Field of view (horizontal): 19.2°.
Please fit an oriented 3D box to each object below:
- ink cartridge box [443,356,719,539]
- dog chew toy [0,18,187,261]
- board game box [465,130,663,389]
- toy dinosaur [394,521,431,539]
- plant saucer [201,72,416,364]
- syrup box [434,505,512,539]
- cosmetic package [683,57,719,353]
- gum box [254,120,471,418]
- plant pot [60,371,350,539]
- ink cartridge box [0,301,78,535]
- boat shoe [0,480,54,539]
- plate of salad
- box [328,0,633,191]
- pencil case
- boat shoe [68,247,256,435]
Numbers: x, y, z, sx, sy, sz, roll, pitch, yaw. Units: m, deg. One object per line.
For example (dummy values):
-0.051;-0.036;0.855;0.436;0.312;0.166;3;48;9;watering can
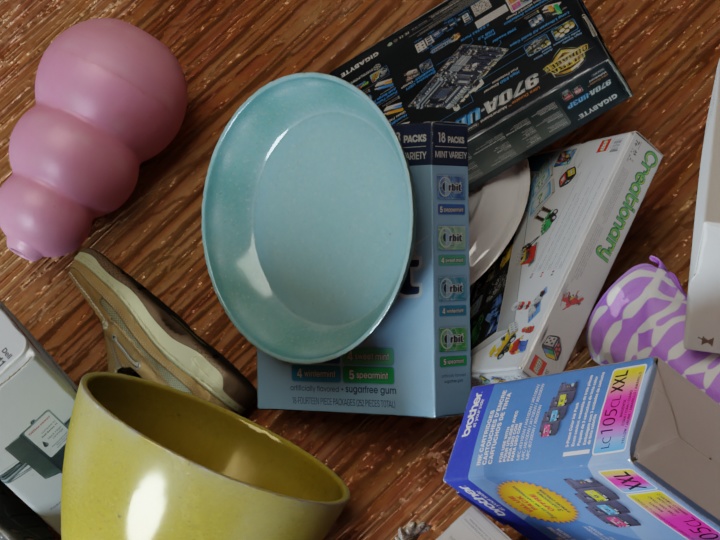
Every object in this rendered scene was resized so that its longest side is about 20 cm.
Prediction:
0.150;0.129;1.361;0.200;0.136;0.077;-11;50;50;ink cartridge box
-0.223;-0.099;1.702;0.124;0.125;0.201;21;77;31;dog chew toy
0.127;-0.002;1.507;0.126;0.035;0.200;-9;48;58;board game box
0.004;0.243;1.312;0.199;0.086;0.136;-16;62;18;toy dinosaur
-0.029;-0.036;1.474;0.199;0.036;0.201;-1;89;42;plant saucer
0.036;0.258;1.387;0.200;0.079;0.081;-43;54;-8;syrup box
0.266;-0.043;1.422;0.084;0.108;0.200;8;40;6;cosmetic package
0.000;0.000;1.502;0.169;0.044;0.201;-1;90;42;gum box
-0.126;0.176;1.454;0.200;0.200;0.142;28;97;33;plant pot
-0.256;0.089;1.537;0.083;0.200;0.147;-41;53;-7;ink cartridge box
-0.302;0.178;1.579;0.200;0.076;0.074;42;106;45;boat shoe
0.040;-0.034;1.586;0.199;0.048;0.201;-20;45;21;plate of salad
0.084;-0.138;1.576;0.200;0.046;0.159;-31;42;9;box
0.241;0.073;1.418;0.200;0.084;0.086;38;95;35;pencil case
-0.167;0.060;1.607;0.076;0.072;0.200;-50;54;1;boat shoe
